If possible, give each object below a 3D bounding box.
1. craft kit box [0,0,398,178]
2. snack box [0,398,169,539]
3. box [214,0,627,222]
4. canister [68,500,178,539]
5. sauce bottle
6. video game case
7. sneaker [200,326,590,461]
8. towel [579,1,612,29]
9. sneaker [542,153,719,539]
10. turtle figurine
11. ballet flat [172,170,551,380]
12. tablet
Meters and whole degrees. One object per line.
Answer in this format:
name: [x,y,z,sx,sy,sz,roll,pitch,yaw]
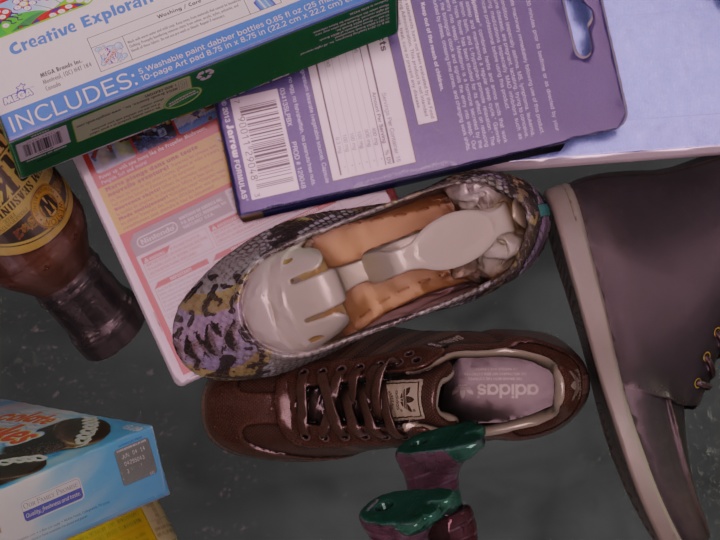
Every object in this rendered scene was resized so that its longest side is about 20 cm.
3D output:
craft kit box: [-0.109,-0.167,1.194,0.199,0.049,0.199,-21,68,-8]
snack box: [-0.188,0.100,1.162,0.116,0.199,0.037,-22,103,-31]
box: [0.024,-0.105,1.219,0.198,0.032,0.122,-12,85,0]
canister: [-0.126,0.207,1.204,0.148,0.086,0.201,-22,82,-39]
sauce bottle: [-0.179,-0.037,1.215,0.065,0.065,0.200,-41,120,-1]
video game case: [-0.070,-0.062,1.244,0.142,0.017,0.201,-25,91,-2]
sneaker: [0.016,0.057,1.236,0.198,0.076,0.071,-6,87,1]
towel: [0.025,-0.169,1.269,0.191,0.035,0.202,-11,87,0]
sneaker: [0.168,0.041,1.235,0.105,0.075,0.202,-16,86,0]
turtle figurine: [0.060,0.184,1.189,0.100,0.150,0.201,-19,109,6]
ballet flat: [0.000,0.000,1.204,0.199,0.072,0.073,-21,87,-2]
tablet: [0.106,-0.118,1.241,0.198,0.014,0.131,-4,86,0]
